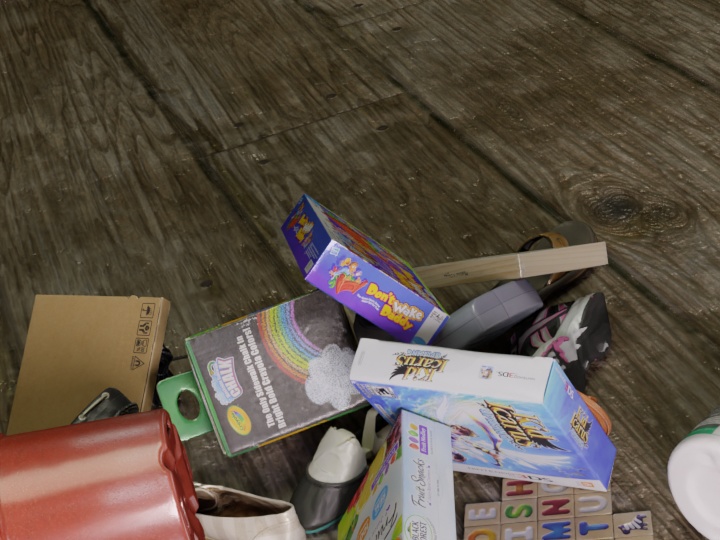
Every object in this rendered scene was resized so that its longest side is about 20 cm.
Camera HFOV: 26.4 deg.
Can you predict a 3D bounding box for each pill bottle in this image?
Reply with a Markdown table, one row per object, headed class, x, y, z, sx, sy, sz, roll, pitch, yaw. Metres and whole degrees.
| class | x | y | z | sx | sy | sz | roll | pitch | yaw |
| --- | --- | --- | --- | --- | --- | --- | --- | --- | --- |
| pill bottle | 0.362 | 0.142 | 1.313 | 0.113 | 0.113 | 0.200 | 17 | 40 | 43 |

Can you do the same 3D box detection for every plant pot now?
| class | x | y | z | sx | sy | sz | roll | pitch | yaw |
| --- | --- | --- | --- | --- | --- | --- | --- | --- | --- |
| plant pot | -0.243 | 0.216 | 1.329 | 0.194 | 0.201 | 0.201 | -14 | 28 | -2 |

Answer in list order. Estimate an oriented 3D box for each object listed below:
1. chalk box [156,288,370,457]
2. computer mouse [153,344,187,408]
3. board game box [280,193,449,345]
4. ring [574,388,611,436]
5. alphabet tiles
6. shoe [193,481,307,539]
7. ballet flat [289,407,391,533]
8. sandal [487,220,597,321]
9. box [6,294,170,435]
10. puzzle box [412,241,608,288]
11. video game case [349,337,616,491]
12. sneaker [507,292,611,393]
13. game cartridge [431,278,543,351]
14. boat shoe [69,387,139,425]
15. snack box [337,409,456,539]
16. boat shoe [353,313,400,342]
| class | x | y | z | sx | sy | sz | roll | pitch | yaw |
| --- | --- | --- | --- | --- | --- | --- | --- | --- | --- |
| chalk box | -0.097 | 0.106 | 1.504 | 0.199 | 0.125 | 0.124 | -20 | -4 | 0 |
| computer mouse | -0.137 | 0.092 | 1.645 | 0.199 | 0.110 | 0.044 | -14 | 53 | -19 |
| board game box | 0.000 | 0.000 | 1.468 | 0.045 | 0.134 | 0.200 | -55 | 16 | 7 |
| ring | 0.129 | 0.116 | 1.385 | 0.200 | 0.200 | 0.019 | 5 | 64 | 29 |
| alphabet tiles | 0.170 | 0.238 | 1.328 | 0.166 | 0.008 | 0.200 | -7 | 29 | 11 |
| shoe | -0.130 | 0.223 | 1.429 | 0.199 | 0.054 | 0.070 | 10 | 35 | 36 |
| ballet flat | 0.001 | 0.168 | 1.459 | 0.068 | 0.069 | 0.200 | 19 | 41 | 41 |
| sandal | 0.197 | -0.008 | 1.717 | 0.082 | 0.055 | 0.200 | 15 | 39 | 43 |
| box | -0.285 | 0.123 | 1.577 | 0.163 | 0.021 | 0.201 | 1 | 73 | 26 |
| puzzle box | 0.142 | -0.003 | 1.605 | 0.133 | 0.026 | 0.200 | -9 | 1 | -39 |
| video game case | 0.111 | 0.129 | 1.346 | 0.181 | 0.200 | 0.046 | 3 | 63 | 28 |
| sneaker | 0.182 | 0.093 | 1.537 | 0.086 | 0.081 | 0.200 | -8 | 18 | 34 |
| game cartridge | 0.110 | 0.058 | 1.522 | 0.133 | 0.041 | 0.200 | -32 | -7 | 21 |
| boat shoe | -0.292 | 0.195 | 1.479 | 0.060 | 0.074 | 0.200 | 42 | 76 | 16 |
| snack box | 0.027 | 0.228 | 1.261 | 0.053 | 0.143 | 0.200 | 21 | 28 | -10 |
| boat shoe | 0.035 | 0.065 | 1.584 | 0.072 | 0.062 | 0.200 | 3 | 9 | 8 |
